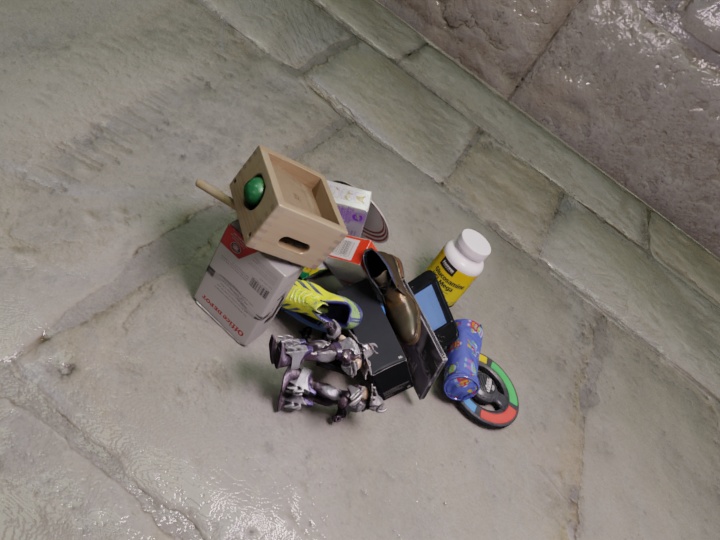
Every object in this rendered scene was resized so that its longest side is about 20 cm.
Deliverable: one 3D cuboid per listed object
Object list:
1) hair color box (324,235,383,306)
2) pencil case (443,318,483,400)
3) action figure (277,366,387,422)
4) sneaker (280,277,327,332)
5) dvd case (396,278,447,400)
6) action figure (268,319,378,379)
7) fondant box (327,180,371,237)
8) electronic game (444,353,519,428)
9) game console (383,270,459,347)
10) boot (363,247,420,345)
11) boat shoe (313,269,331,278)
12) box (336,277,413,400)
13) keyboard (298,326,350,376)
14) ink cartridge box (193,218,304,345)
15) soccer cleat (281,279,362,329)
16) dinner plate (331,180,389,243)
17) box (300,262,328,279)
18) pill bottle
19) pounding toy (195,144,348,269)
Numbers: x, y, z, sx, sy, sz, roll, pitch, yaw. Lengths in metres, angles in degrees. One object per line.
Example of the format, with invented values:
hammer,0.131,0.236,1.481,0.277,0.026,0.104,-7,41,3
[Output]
hair color box,0.000,0.000,1.313,0.109,0.201,0.065,15,66,29
pencil case,0.230,0.195,1.347,0.087,0.078,0.201,45,33,-20
action figure,-0.047,0.231,1.099,0.196,0.131,0.070,12,53,-4
sneaker,-0.119,0.055,1.253,0.198,0.079,0.070,29,10,0
dvd case,0.105,0.140,1.243,0.016,0.150,0.202,-9,53,-24
action figure,-0.057,0.140,1.064,0.197,0.071,0.130,1,20,-25
fondant box,-0.083,-0.144,1.417,0.196,0.145,0.059,13,59,-4
electronic game,0.279,0.267,1.388,0.197,0.042,0.202,22,39,-18
game console,0.103,0.095,1.380,0.118,0.170,0.202,36,28,-46
boot,0.055,0.048,1.186,0.097,0.074,0.202,28,37,-51
boat shoe,-0.066,-0.037,1.421,0.198,0.076,0.072,-8,52,-44
box,0.030,0.141,1.241,0.078,0.142,0.202,-22,57,-5
keyboard,-0.066,0.149,1.192,0.125,0.021,0.200,18,11,-4
ink cartridge box,-0.210,0.018,1.146,0.146,0.201,0.083,41,34,8
soccer cleat,-0.090,0.062,1.171,0.197,0.066,0.084,18,3,16
dinner plate,-0.001,-0.149,1.499,0.199,0.201,0.024,40,69,6
box,-0.139,-0.081,1.255,0.202,0.048,0.117,64,6,2
pill bottle,0.233,-0.003,1.508,0.111,0.201,0.113,20,39,-17
pounding toy,-0.160,-0.111,1.071,0.198,0.142,0.186,19,36,-42
